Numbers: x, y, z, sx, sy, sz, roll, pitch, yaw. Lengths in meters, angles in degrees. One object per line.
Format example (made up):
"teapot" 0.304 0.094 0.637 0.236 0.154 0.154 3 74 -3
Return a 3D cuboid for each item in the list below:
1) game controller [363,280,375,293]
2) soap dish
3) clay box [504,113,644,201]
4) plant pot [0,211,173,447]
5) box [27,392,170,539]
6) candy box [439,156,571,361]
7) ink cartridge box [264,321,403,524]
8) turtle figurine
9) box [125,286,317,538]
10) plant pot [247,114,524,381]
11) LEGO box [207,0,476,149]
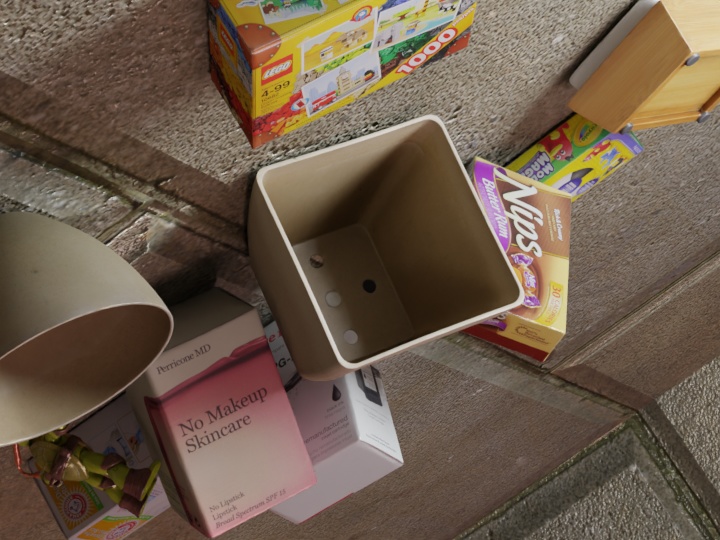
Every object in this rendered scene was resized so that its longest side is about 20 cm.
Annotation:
"game controller" -0.018 0.037 1.983 0.104 0.042 0.200 6 139 -39
"soap dish" 0.323 -0.213 1.820 0.200 0.081 0.157 -13 153 -46
"clay box" 0.207 -0.101 1.962 0.200 0.048 0.115 -38 159 13
"plant pot" -0.270 0.033 1.435 0.200 0.135 0.200 -29 160 -12
"box" -0.238 0.201 1.931 0.200 0.101 0.112 -35 160 7
"candy box" 0.151 -0.013 1.823 0.117 0.200 0.056 21 137 -12
"ink cartridge box" -0.052 0.143 1.900 0.145 0.200 0.083 -33 139 22
"turtle figurine" -0.278 0.178 1.745 0.200 0.161 0.064 111 6 -47
"box" -0.144 0.137 1.746 0.128 0.200 0.109 -26 -159 -20
"plant pot" 0.000 0.000 1.694 0.200 0.200 0.177 -19 168 -26
"LEGO box" -0.013 -0.196 1.362 0.200 0.077 0.149 -27 160 -14
